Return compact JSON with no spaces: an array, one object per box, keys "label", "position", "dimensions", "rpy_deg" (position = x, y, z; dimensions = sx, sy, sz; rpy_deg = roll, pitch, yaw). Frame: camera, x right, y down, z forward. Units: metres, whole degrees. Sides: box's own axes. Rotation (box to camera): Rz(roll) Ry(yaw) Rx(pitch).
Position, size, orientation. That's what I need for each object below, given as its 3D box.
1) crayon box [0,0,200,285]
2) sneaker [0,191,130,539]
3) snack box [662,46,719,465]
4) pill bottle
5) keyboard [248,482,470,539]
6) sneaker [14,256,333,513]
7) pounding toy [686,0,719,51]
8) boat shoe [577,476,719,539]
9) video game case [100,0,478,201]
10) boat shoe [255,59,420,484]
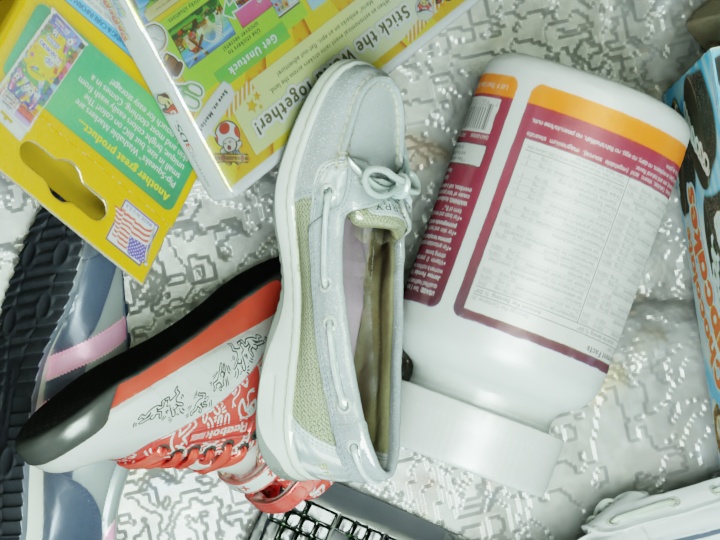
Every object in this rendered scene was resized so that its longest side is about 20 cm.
[{"label":"crayon box","position":[-0.119,-0.107,1.357],"dimensions":[0.126,0.051,0.200],"rpy_deg":[41,60,-30]},{"label":"sneaker","position":[-0.135,0.056,1.413],"dimensions":[0.082,0.070,0.201],"rpy_deg":[13,87,-33]},{"label":"snack box","position":[0.191,-0.003,1.421],"dimensions":[0.037,0.116,0.201],"rpy_deg":[-7,83,-6]},{"label":"pill bottle","position":[0.082,0.003,1.419],"dimensions":[0.109,0.110,0.201],"rpy_deg":[20,88,-10]},{"label":"keyboard","position":[0.025,0.193,1.459],"dimensions":[0.199,0.021,0.127],"rpy_deg":[24,87,-9]},{"label":"sneaker","position":[-0.069,0.077,1.378],"dimensions":[0.201,0.067,0.108],"rpy_deg":[-34,104,-44]},{"label":"pounding toy","position":[0.270,-0.132,1.413],"dimensions":[0.142,0.184,0.200],"rpy_deg":[-43,98,-7]},{"label":"boat shoe","position":[0.143,0.146,1.461],"dimensions":[0.199,0.074,0.067],"rpy_deg":[-9,53,-18]},{"label":"video game case","position":[-0.045,-0.161,1.378],"dimensions":[0.200,0.023,0.182],"rpy_deg":[-41,111,-36]},{"label":"boat shoe","position":[-0.001,0.000,1.356],"dimensions":[0.065,0.074,0.203],"rpy_deg":[2,77,33]}]
